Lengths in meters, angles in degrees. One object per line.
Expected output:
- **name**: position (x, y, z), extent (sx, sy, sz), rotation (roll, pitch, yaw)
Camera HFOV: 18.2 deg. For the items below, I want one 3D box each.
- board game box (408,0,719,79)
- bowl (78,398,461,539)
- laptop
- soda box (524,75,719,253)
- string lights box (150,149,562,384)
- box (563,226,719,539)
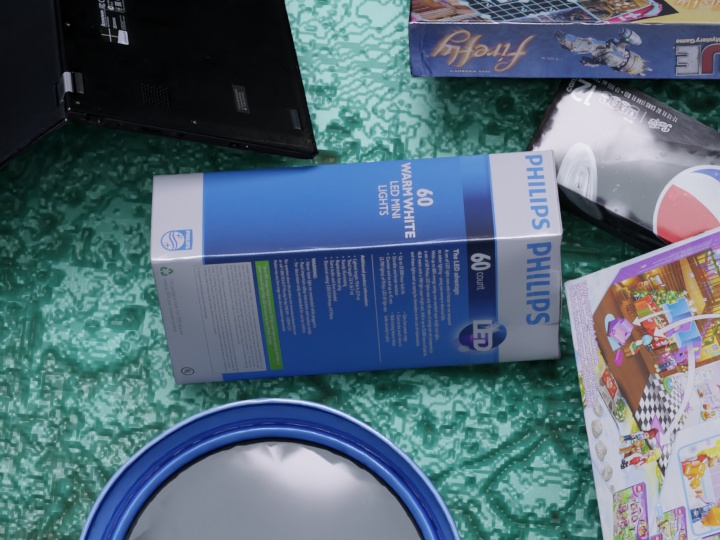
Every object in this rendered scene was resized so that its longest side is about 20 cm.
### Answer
- **board game box**: position (0.125, -0.150, 1.155), extent (0.199, 0.035, 0.136), rotation (1, 40, 3)
- **bowl**: position (-0.045, 0.166, 1.132), extent (0.199, 0.039, 0.202), rotation (0, 78, 2)
- **laptop**: position (-0.145, -0.097, 1.156), extent (0.199, 0.116, 0.188), rotation (8, 43, -21)
- **soda box**: position (0.182, -0.030, 1.147), extent (0.199, 0.071, 0.064), rotation (28, 85, 8)
- **string lights box**: position (0.000, 0.000, 1.126), extent (0.199, 0.103, 0.059), rotation (-4, 51, 1)
- **box**: position (0.174, 0.069, 1.037), extent (0.136, 0.039, 0.201), rotation (-20, 48, 19)
